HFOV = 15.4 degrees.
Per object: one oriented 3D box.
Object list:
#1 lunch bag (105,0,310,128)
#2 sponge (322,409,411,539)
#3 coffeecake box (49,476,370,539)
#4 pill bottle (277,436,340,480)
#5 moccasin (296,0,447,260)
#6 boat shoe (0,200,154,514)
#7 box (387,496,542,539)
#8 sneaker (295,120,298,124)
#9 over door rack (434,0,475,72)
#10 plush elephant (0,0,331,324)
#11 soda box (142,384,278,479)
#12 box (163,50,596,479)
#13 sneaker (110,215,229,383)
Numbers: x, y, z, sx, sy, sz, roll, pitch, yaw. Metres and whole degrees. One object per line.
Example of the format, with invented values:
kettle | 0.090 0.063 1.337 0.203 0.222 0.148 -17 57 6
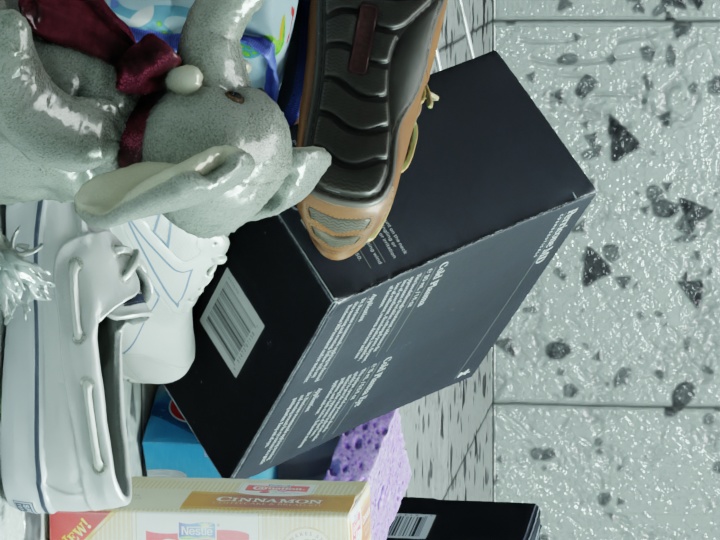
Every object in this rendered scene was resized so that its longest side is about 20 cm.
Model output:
lunch bag | -0.084 -0.158 1.379 0.200 0.126 0.171 107 -11 -73
sponge | -0.019 0.185 1.585 0.112 0.030 0.201 80 28 -63
coffeecake box | -0.073 0.209 1.345 0.073 0.152 0.202 -48 137 -78
pill bottle | -0.048 0.050 1.640 0.111 0.110 0.202 -67 157 -68
moccasin | 0.007 -0.100 1.353 0.078 0.073 0.203 103 -7 -62
boat shoe | -0.128 0.013 1.249 0.074 0.065 0.202 3 88 -81
box | 0.022 0.268 1.837 0.124 0.198 0.198 -54 144 -72
sneaker | -0.053 -0.103 1.568 0.077 0.082 0.200 49 18 6
over door rack | 0.055 -0.134 1.845 0.148 0.066 0.201 -75 143 -59
plush elephant | -0.096 -0.075 1.154 0.165 0.154 0.202 -27 117 -80
soda box | -0.082 0.156 1.580 0.068 0.064 0.201 -78 165 -52
box | 0.000 0.000 1.455 0.104 0.181 0.200 56 -35 19
sneaker | -0.102 -0.011 1.358 0.201 0.086 0.075 82 11 -49
